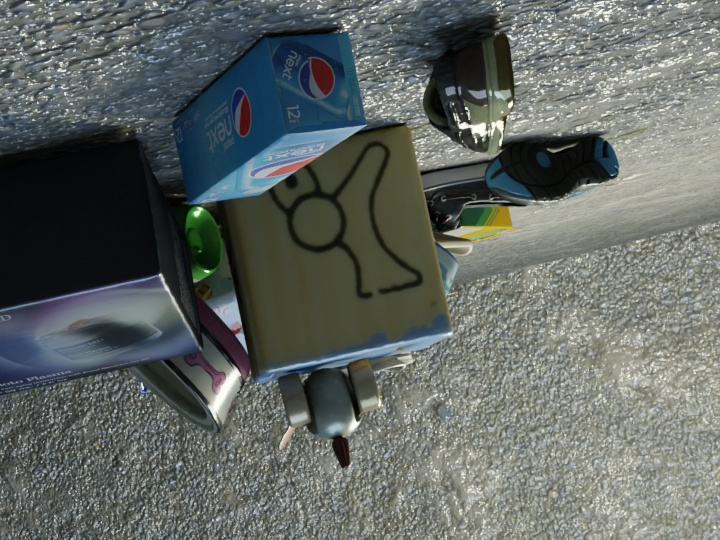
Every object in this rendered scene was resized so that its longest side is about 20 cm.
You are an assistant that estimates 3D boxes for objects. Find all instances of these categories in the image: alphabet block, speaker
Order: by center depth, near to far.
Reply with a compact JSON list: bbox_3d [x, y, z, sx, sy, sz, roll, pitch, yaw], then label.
[{"bbox_3d":[-0.032,-0.010,1.340,0.193,0.203,0.196,-11,174,-9],"label":"alphabet block"},{"bbox_3d":[-0.247,-0.010,1.451,0.198,0.090,0.088,-15,174,25],"label":"speaker"}]

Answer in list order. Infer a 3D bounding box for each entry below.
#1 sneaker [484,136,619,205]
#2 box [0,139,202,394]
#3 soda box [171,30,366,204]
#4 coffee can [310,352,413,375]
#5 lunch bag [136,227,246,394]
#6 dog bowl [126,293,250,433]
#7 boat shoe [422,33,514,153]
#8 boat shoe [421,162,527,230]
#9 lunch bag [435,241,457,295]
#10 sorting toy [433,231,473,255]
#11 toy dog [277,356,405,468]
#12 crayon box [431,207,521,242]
[{"bbox_3d":[0.209,-0.101,1.566,0.198,0.074,0.082,-8,163,-39],"label":"sneaker"},{"bbox_3d":[-0.248,0.006,1.125,0.197,0.125,0.199,-13,159,-1],"label":"box"},{"bbox_3d":[-0.070,-0.105,0.981,0.063,0.069,0.200,-9,173,-27],"label":"soda box"},{"bbox_3d":[-0.017,0.043,1.883,0.144,0.203,0.146,-12,174,-1],"label":"coffee can"},{"bbox_3d":[-0.185,0.026,1.550,0.168,0.125,0.201,-17,-145,5],"label":"lunch bag"},{"bbox_3d":[-0.190,0.066,1.345,0.074,0.200,0.200,-48,-174,-18],"label":"dog bowl"},{"bbox_3d":[0.080,-0.135,1.056,0.065,0.073,0.201,-2,174,1],"label":"boat shoe"},{"bbox_3d":[0.108,-0.081,1.614,0.197,0.067,0.070,-11,175,-15],"label":"boat shoe"},{"bbox_3d":[0.000,0.000,1.525,0.198,0.083,0.161,27,155,-5],"label":"lunch bag"},{"bbox_3d":[0.024,-0.043,1.616,0.183,0.037,0.200,13,-179,19],"label":"sorting toy"},{"bbox_3d":[-0.026,0.144,1.343,0.130,0.098,0.200,-13,174,14],"label":"toy dog"},{"bbox_3d":[0.123,-0.066,1.878,0.124,0.052,0.199,-16,173,29],"label":"crayon box"}]
